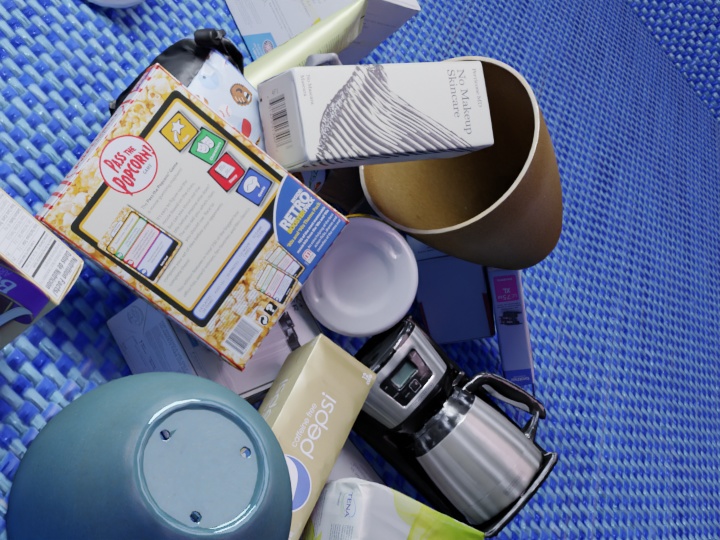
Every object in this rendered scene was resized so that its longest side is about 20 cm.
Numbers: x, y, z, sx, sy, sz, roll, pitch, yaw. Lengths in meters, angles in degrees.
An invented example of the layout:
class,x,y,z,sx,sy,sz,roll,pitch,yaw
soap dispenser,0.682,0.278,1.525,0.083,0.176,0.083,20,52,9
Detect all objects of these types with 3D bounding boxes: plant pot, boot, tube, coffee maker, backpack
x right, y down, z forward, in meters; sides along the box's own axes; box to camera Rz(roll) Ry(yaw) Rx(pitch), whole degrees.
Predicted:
class,x,y,z,sx,sy,sz,roll,pitch,yaw
plant pot,0.125,-0.081,1.172,0.200,0.185,0.187,41,30,-52
boot,-0.030,-0.127,1.360,0.200,0.075,0.097,44,14,-21
tube,-0.069,-0.234,1.291,0.200,0.058,0.052,-37,119,-19
coffee maker,0.063,0.157,1.137,0.200,0.192,0.135,45,53,-2
backpack,-0.133,-0.090,1.040,0.190,0.200,0.155,32,63,-22
plant pot,-0.126,0.152,0.792,0.199,0.135,0.201,12,61,-22

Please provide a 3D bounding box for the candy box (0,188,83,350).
class,x,y,z,sx,sy,sz,roll,pitch,yaw
candy box,-0.305,-0.028,0.797,0.200,0.116,0.057,45,32,-20

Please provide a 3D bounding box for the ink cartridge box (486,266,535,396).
class,x,y,z,sx,sy,sz,roll,pitch,yaw
ink cartridge box,0.174,0.046,1.357,0.120,0.042,0.201,-85,163,-55

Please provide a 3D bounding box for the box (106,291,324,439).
class,x,y,z,sx,sy,sz,roll,pitch,yaw
box,-0.117,0.063,1.038,0.200,0.060,0.117,-14,73,-59

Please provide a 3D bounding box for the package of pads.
class,x,y,z,sx,sy,sz,roll,pitch,yaw
package of pads,0.028,0.270,0.984,0.200,0.068,0.156,32,58,-45

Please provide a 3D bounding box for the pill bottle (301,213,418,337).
class,x,y,z,sx,sy,sz,roll,pitch,yaw
pill bottle,0.000,0.000,1.167,0.111,0.111,0.200,54,3,-3

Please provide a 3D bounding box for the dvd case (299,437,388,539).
class,x,y,z,sx,sy,sz,roll,pitch,yaw
dvd case,-0.040,0.213,1.046,0.143,0.018,0.200,52,30,-9

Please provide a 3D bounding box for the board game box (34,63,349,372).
class,x,y,z,sx,sy,sz,roll,pitch,yaw
board game box,-0.131,-0.040,0.924,0.200,0.152,0.046,40,-10,-19

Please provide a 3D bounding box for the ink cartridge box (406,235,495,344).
class,x,y,z,sx,sy,sz,roll,pitch,yaw
ink cartridge box,0.104,-0.037,1.378,0.201,0.082,0.146,-90,167,-45

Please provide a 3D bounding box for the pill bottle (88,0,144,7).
class,x,y,z,sx,sy,sz,roll,pitch,yaw
pill bottle,-0.246,-0.374,1.219,0.113,0.113,0.201,37,35,-30

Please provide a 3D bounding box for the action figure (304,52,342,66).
class,x,y,z,sx,sy,sz,roll,pitch,yaw
action figure,0.039,-0.150,1.293,0.193,0.105,0.201,8,47,-49

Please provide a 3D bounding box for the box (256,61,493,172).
class,x,y,z,sx,sy,sz,roll,pitch,yaw
box,0.015,-0.133,1.004,0.199,0.068,0.083,-10,90,-34

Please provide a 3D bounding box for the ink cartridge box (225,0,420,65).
class,x,y,z,sx,sy,sz,roll,pitch,yaw
ink cartridge box,-0.036,-0.325,1.390,0.125,0.200,0.129,-2,63,-56

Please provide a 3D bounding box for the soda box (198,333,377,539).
class,x,y,z,sx,sy,sz,roll,pitch,yaw
soda box,-0.062,0.153,0.949,0.064,0.068,0.201,36,56,-14
